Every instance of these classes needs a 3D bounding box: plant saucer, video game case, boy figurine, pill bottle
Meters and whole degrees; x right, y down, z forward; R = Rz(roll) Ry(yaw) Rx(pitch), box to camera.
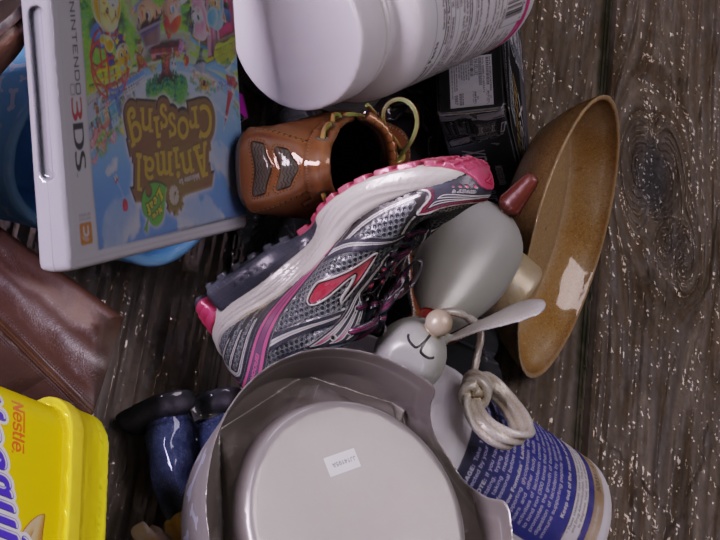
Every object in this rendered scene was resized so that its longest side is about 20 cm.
[{"bbox_3d":[0.130,-0.027,1.761,0.200,0.035,0.202,16,90,-72],"label":"plant saucer"},{"bbox_3d":[-0.119,-0.102,1.380,0.200,0.022,0.184,-17,105,-64],"label":"video game case"},{"bbox_3d":[-0.075,0.167,1.457,0.124,0.064,0.201,-3,73,-47],"label":"boy figurine"},{"bbox_3d":[0.015,-0.168,1.573,0.200,0.113,0.114,-27,91,-52],"label":"pill bottle"},{"bbox_3d":[0.054,0.127,1.588,0.200,0.115,0.116,35,46,-33],"label":"pill bottle"}]

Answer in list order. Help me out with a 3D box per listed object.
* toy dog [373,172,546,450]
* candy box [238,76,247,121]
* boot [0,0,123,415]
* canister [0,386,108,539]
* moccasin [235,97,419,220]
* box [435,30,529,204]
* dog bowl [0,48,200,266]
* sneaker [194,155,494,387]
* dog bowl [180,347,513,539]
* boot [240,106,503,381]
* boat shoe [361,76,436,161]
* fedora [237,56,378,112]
[{"bbox_3d":[0.068,0.001,1.551,0.131,0.096,0.201,28,29,-22],"label":"toy dog"},{"bbox_3d":[-0.168,-0.148,1.527,0.199,0.061,0.137,2,69,-49],"label":"candy box"},{"bbox_3d":[-0.182,-0.022,1.356,0.200,0.186,0.064,45,18,-19],"label":"boot"},{"bbox_3d":[-0.231,0.112,1.288,0.199,0.086,0.150,26,51,-37],"label":"canister"},{"bbox_3d":[-0.006,-0.066,1.524,0.201,0.077,0.074,7,83,-71],"label":"moccasin"},{"bbox_3d":[0.083,-0.154,1.774,0.158,0.049,0.201,69,16,-60],"label":"box"},{"bbox_3d":[-0.150,-0.064,1.451,0.200,0.049,0.112,23,92,-51],"label":"dog bowl"},{"bbox_3d":[0.000,0.000,1.463,0.080,0.200,0.075,-2,59,-60],"label":"sneaker"},{"bbox_3d":[-0.012,0.147,1.428,0.199,0.059,0.202,13,64,-28],"label":"dog bowl"},{"bbox_3d":[0.014,0.001,1.653,0.199,0.065,0.166,24,59,-37],"label":"boot"},{"bbox_3d":[0.021,-0.125,1.734,0.072,0.065,0.201,15,59,-45],"label":"boat shoe"},{"bbox_3d":[-0.054,-0.191,1.661,0.201,0.090,0.177,58,39,-22],"label":"fedora"}]
